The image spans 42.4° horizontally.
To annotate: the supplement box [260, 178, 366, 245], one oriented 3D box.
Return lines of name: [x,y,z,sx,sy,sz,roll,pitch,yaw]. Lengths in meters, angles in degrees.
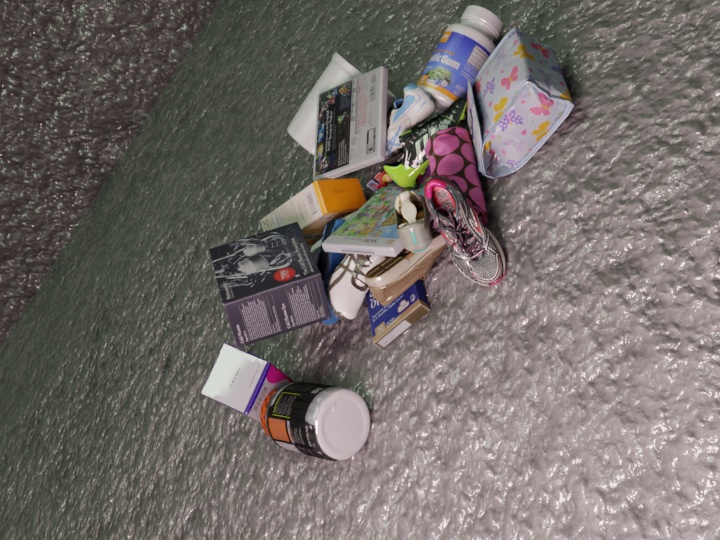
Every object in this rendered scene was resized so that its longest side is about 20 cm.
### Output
supplement box: [-0.097,-0.115,1.920,0.199,0.125,0.074,-30,76,44]

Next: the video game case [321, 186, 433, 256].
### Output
video game case: [0.052,-0.094,1.694,0.181,0.022,0.200,5,39,44]

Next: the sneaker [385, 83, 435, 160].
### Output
sneaker: [0.083,-0.283,1.786,0.071,0.073,0.200,-29,-15,-32]

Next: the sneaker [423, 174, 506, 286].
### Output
sneaker: [0.159,-0.061,1.486,0.080,0.201,0.075,-36,-3,12]

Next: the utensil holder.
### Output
utensil holder: [-0.041,-0.343,2.024,0.201,0.169,0.170,-54,31,13]

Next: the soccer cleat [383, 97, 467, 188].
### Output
soccer cleat: [0.121,-0.245,1.714,0.201,0.081,0.068,-52,8,14]

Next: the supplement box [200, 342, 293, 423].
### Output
supplement box: [-0.203,0.219,1.725,0.102,0.200,0.102,21,77,17]

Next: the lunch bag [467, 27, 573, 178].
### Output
lunch bag: [0.251,-0.278,1.587,0.200,0.126,0.171,-53,27,39]

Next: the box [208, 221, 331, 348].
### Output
box: [-0.169,0.023,1.706,0.180,0.105,0.201,-18,34,-7]

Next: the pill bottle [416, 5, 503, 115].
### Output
pill bottle: [0.193,-0.402,1.786,0.112,0.111,0.202,20,81,58]

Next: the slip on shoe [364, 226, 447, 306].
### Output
slip on shoe: [0.096,-0.013,1.606,0.199,0.061,0.076,-37,22,-26]

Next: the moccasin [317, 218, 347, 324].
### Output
moccasin: [-0.050,0.001,1.797,0.068,0.080,0.203,19,97,62]

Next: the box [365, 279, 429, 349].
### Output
box: [0.060,0.031,1.681,0.121,0.032,0.201,-42,34,27]

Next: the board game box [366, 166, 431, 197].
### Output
board game box: [0.073,-0.177,1.831,0.200,0.039,0.159,-45,33,23]

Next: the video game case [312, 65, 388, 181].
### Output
video game case: [-0.020,-0.289,1.856,0.180,0.023,0.203,-15,65,39]

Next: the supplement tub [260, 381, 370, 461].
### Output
supplement tub: [-0.084,0.257,1.604,0.199,0.122,0.124,-2,62,54]

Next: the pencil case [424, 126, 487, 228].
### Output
pencil case: [0.162,-0.157,1.617,0.092,0.091,0.202,-12,50,9]

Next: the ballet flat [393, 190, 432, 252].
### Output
ballet flat: [0.088,-0.102,1.587,0.067,0.064,0.201,-20,29,8]

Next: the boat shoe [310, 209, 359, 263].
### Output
boat shoe: [-0.025,-0.076,1.854,0.199,0.071,0.070,-32,39,41]

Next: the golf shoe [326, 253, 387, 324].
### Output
golf shoe: [0.000,0.000,1.689,0.094,0.077,0.202,-23,44,46]
